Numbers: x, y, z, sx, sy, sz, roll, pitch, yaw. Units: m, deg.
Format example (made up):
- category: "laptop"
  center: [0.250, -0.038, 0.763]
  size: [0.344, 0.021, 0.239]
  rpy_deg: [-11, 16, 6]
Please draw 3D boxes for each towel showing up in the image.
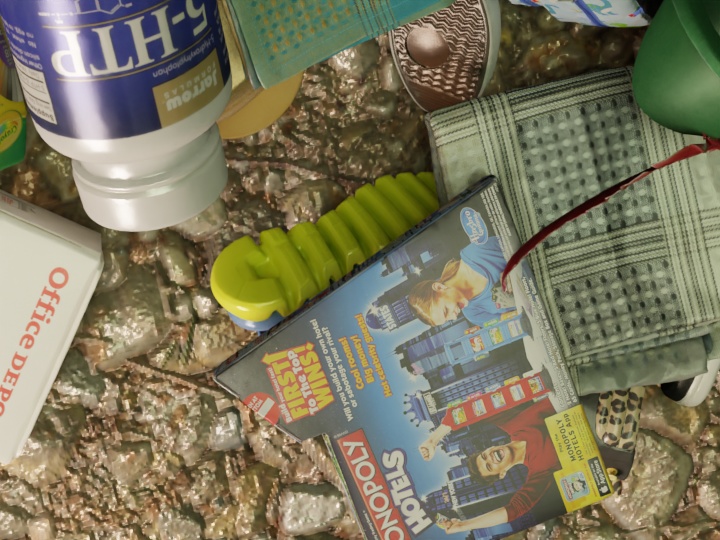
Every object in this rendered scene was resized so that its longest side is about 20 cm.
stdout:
- category: "towel"
  center: [-0.029, -0.222, 0.995]
  size: [0.146, 0.022, 0.201]
  rpy_deg: [-25, 113, -15]
- category: "towel"
  center: [0.147, -0.021, 1.090]
  size: [0.191, 0.035, 0.202]
  rpy_deg: [-12, 95, -10]

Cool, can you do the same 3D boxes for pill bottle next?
- category: "pill bottle"
  center: [-0.136, -0.130, 0.982]
  size: [0.119, 0.120, 0.201]
  rpy_deg: [-15, 125, -6]

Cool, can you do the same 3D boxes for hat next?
- category: "hat"
  center: [0.188, -0.096, 1.029]
  size: [0.199, 0.167, 0.176]
  rpy_deg: [5, 147, -33]

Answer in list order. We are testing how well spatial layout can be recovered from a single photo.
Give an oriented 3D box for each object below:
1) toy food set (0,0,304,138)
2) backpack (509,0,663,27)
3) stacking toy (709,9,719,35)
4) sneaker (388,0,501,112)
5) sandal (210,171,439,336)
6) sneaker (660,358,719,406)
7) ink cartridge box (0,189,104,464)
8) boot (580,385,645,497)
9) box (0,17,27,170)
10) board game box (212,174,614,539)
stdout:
- category: "toy food set"
  center: [-0.126, -0.181, 1.075]
  size: [0.198, 0.049, 0.200]
  rpy_deg: [1, 101, -9]
- category: "backpack"
  center: [0.131, -0.222, 1.017]
  size: [0.199, 0.153, 0.165]
  rpy_deg: [19, 72, -54]
- category: "stacking toy"
  center: [0.282, -0.157, 1.090]
  size: [0.198, 0.146, 0.148]
  rpy_deg: [-4, 103, -11]
- category: "sneaker"
  center: [0.061, -0.197, 1.093]
  size: [0.072, 0.085, 0.201]
  rpy_deg: [9, 125, 20]
- category: "sandal"
  center: [0.000, 0.000, 1.129]
  size: [0.198, 0.080, 0.087]
  rpy_deg: [-17, 139, -12]
- category: "sneaker"
  center: [0.192, -0.017, 1.154]
  size: [0.111, 0.073, 0.202]
  rpy_deg: [10, 92, -8]
- category: "ink cartridge box"
  center: [-0.275, 0.010, 1.073]
  size: [0.199, 0.083, 0.147]
  rpy_deg: [24, 97, -13]
- category: "boot"
  center: [0.101, 0.124, 1.153]
  size: [0.149, 0.073, 0.202]
  rpy_deg: [12, 93, 1]
- category: "box"
  center: [-0.259, -0.147, 1.026]
  size: [0.048, 0.117, 0.202]
  rpy_deg: [-8, 103, 23]
- category: "board game box"
  center: [0.023, 0.072, 1.044]
  size: [0.198, 0.062, 0.202]
  rpy_deg: [-21, 94, 2]
